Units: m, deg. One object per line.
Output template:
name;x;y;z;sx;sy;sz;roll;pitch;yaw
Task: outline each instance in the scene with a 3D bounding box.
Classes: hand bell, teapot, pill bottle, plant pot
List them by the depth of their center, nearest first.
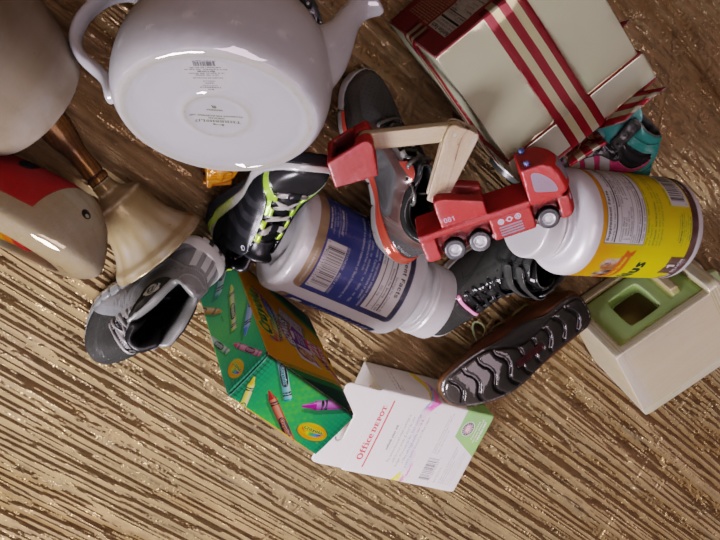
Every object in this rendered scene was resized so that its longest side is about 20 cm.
plant pot;-0.335;-0.189;0.828;0.200;0.200;0.174;-41;137;4
teapot;-0.116;-0.188;0.850;0.199;0.147;0.197;25;145;-36
hand bell;-0.256;-0.093;0.957;0.104;0.104;0.200;-38;109;3
pill bottle;0.249;-0.048;1.040;0.199;0.109;0.110;2;115;-29
pill bottle;0.000;0.000;1.060;0.199;0.111;0.111;24;106;-26

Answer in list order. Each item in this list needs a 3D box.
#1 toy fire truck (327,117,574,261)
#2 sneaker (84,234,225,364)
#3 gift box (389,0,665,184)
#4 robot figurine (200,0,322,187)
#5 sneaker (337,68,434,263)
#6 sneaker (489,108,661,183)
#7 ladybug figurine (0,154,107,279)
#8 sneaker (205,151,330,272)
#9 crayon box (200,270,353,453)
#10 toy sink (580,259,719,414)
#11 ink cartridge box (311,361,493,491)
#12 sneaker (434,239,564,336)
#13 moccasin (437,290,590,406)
toy fire truck;0.083;-0.085;0.911;0.199;0.049;0.142;-18;118;9
sneaker;-0.221;0.051;0.983;0.075;0.116;0.200;41;119;-16
gift box;0.171;-0.210;0.971;0.200;0.185;0.187;-36;119;9
robot figurine;-0.105;-0.181;0.967;0.144;0.058;0.201;-3;117;-17
sneaker;0.042;-0.111;0.998;0.077;0.082;0.201;-19;91;-38
sneaker;0.244;-0.142;1.074;0.199;0.084;0.121;2;130;-27
ladybug figurine;-0.309;-0.058;0.910;0.072;0.199;0.136;-63;162;-14
sneaker;-0.085;-0.049;0.971;0.071;0.200;0.083;1;71;-32
crayon box;-0.089;0.083;1.020;0.058;0.200;0.119;-46;120;9
toy sink;0.370;0.049;1.196;0.199;0.130;0.112;-33;120;1
ink cartridge box;0.041;0.182;1.189;0.199;0.067;0.118;17;109;-26
sneaker;0.152;0.014;1.124;0.200;0.099;0.071;-45;122;8
moccasin;0.173;0.087;1.178;0.201;0.078;0.074;-40;109;-10
